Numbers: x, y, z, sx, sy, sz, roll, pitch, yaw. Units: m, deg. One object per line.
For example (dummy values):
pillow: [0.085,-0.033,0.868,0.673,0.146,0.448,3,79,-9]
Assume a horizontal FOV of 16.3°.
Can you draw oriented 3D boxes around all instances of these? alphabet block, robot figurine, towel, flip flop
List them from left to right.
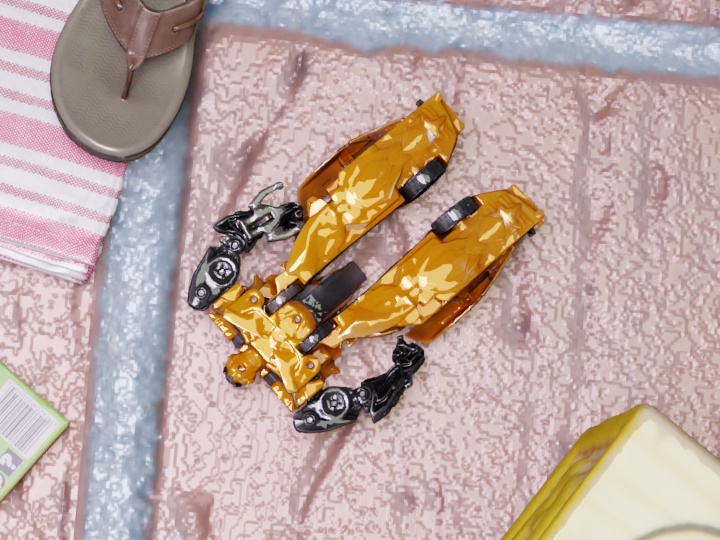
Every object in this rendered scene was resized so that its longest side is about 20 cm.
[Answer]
towel: [-0.195,-0.105,1.451,0.146,0.030,0.201,17,78,-3]
flip flop: [-0.115,-0.157,1.424,0.081,0.058,0.200,27,78,0]
robot figurine: [0.000,0.000,1.436,0.200,0.058,0.145,-40,87,-10]
alphabet block: [0.158,0.211,1.353,0.200,0.196,0.196,38,79,1]

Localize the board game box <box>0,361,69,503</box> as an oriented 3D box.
board game box: [-0.270,0.056,1.420,0.200,0.030,0.096,42,81,0]
